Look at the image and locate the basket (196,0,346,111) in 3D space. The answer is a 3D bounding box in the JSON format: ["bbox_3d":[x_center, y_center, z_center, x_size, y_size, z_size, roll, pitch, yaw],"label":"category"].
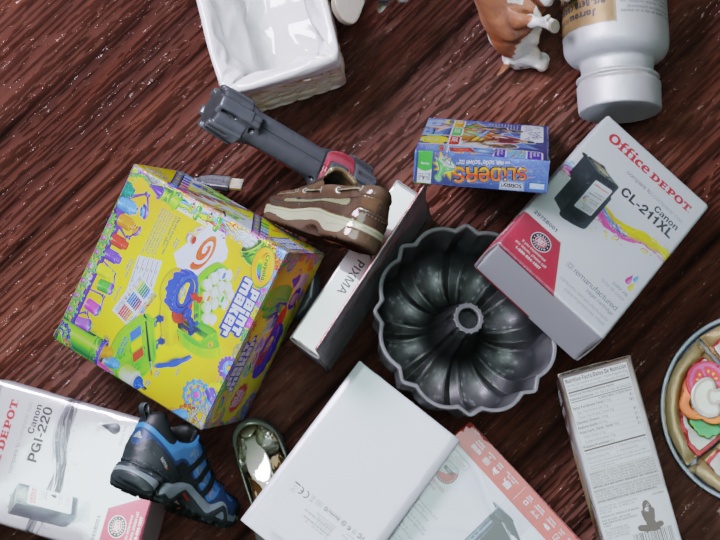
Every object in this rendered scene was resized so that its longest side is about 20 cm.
[{"bbox_3d":[-0.098,-0.283,1.792,0.134,0.123,0.203,-16,79,6],"label":"basket"}]

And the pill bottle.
[{"bbox_3d":[0.270,-0.265,1.765,0.113,0.114,0.203,-2,79,4],"label":"pill bottle"}]

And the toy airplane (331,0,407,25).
[{"bbox_3d":[0.026,-0.380,1.750,0.140,0.198,0.202,9,120,40],"label":"toy airplane"}]

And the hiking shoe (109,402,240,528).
[{"bbox_3d":[-0.170,0.203,1.679,0.074,0.200,0.088,12,75,28],"label":"hiking shoe"}]

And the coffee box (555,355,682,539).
[{"bbox_3d":[0.261,0.198,1.683,0.079,0.114,0.202,-15,78,2],"label":"coffee box"}]

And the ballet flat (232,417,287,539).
[{"bbox_3d":[-0.087,0.248,1.728,0.067,0.064,0.202,-21,79,1],"label":"ballet flat"}]

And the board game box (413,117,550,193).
[{"bbox_3d":[0.128,-0.121,1.710,0.133,0.200,0.035,5,105,6],"label":"board game box"}]

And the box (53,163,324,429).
[{"bbox_3d":[-0.176,0.026,1.716,0.191,0.122,0.202,30,98,15],"label":"box"}]

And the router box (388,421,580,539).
[{"bbox_3d":[0.117,0.292,1.710,0.179,0.049,0.200,-44,79,-4],"label":"router box"}]

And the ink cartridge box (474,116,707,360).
[{"bbox_3d":[0.237,-0.036,1.704,0.145,0.083,0.200,41,66,2],"label":"ink cartridge box"}]

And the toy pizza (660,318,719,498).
[{"bbox_3d":[0.410,0.142,1.721,0.197,0.032,0.203,-1,80,5],"label":"toy pizza"}]

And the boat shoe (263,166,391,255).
[{"bbox_3d":[-0.027,-0.066,1.685,0.074,0.202,0.076,25,85,-34],"label":"boat shoe"}]

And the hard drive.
[{"bbox_3d":[-0.010,0.213,1.690,0.131,0.027,0.201,37,84,4],"label":"hard drive"}]

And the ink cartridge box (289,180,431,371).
[{"bbox_3d":[0.000,0.000,1.709,0.044,0.176,0.201,33,84,9],"label":"ink cartridge box"}]

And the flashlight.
[{"bbox_3d":[-0.078,-0.125,1.748,0.199,0.068,0.068,29,117,-23],"label":"flashlight"}]

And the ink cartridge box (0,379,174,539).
[{"bbox_3d":[-0.300,0.211,1.744,0.197,0.085,0.147,14,81,9],"label":"ink cartridge box"}]

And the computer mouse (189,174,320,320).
[{"bbox_3d":[-0.126,-0.027,1.791,0.197,0.046,0.142,10,89,17],"label":"computer mouse"}]

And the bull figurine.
[{"bbox_3d":[0.159,-0.295,1.754,0.065,0.121,0.201,-40,110,-32],"label":"bull figurine"}]

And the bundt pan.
[{"bbox_3d":[0.101,0.059,1.721,0.199,0.076,0.205,4,72,-14],"label":"bundt pan"}]
